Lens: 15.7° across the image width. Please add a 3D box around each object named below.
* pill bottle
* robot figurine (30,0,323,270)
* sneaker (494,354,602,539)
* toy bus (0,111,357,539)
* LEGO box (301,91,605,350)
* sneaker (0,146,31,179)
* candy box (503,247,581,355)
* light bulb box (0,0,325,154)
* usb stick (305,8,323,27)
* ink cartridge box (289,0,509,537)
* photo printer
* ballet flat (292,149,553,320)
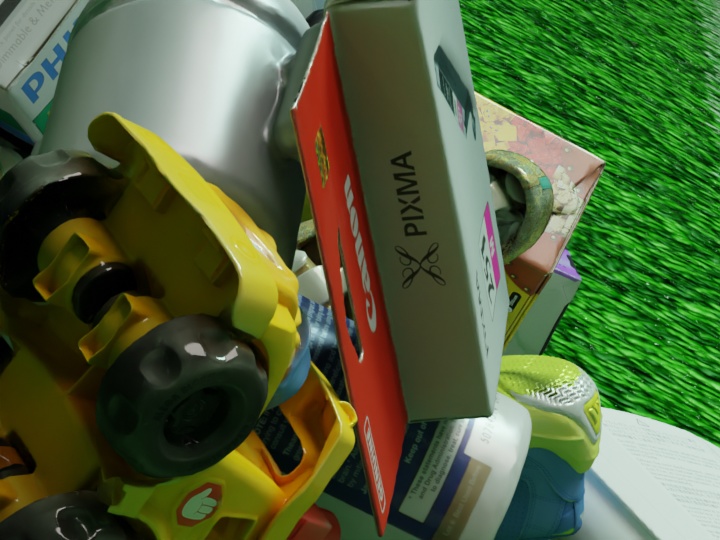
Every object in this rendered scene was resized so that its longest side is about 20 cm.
[{"bbox_3d":[-0.034,0.069,1.168,0.200,0.111,0.111,26,17,-5],"label":"pill bottle"},{"bbox_3d":[-0.077,-0.053,1.103,0.113,0.170,0.200,50,35,-38],"label":"robot figurine"},{"bbox_3d":[0.023,0.093,1.276,0.200,0.105,0.076,4,21,29],"label":"sneaker"},{"bbox_3d":[-0.071,0.064,0.989,0.192,0.200,0.136,20,22,-45],"label":"toy bus"},{"bbox_3d":[0.022,-0.016,1.366,0.149,0.200,0.077,29,60,1],"label":"LEGO box"},{"bbox_3d":[-0.189,-0.007,1.245,0.089,0.077,0.200,9,16,-24],"label":"sneaker"},{"bbox_3d":[0.037,-0.034,1.649,0.168,0.072,0.200,23,18,-14],"label":"candy box"},{"bbox_3d":[-0.128,-0.143,1.372,0.125,0.198,0.200,31,-12,29],"label":"light bulb box"},{"bbox_3d":[-0.071,-0.060,1.374,0.033,0.200,0.055,32,-23,27],"label":"usb stick"},{"bbox_3d":[0.021,-0.022,1.057,0.044,0.200,0.174,-5,30,10],"label":"ink cartridge box"},{"bbox_3d":[0.161,0.140,1.330,0.166,0.069,0.200,14,22,-39],"label":"photo printer"},{"bbox_3d":[0.000,0.000,1.229,0.071,0.200,0.071,63,-1,1],"label":"ballet flat"}]
